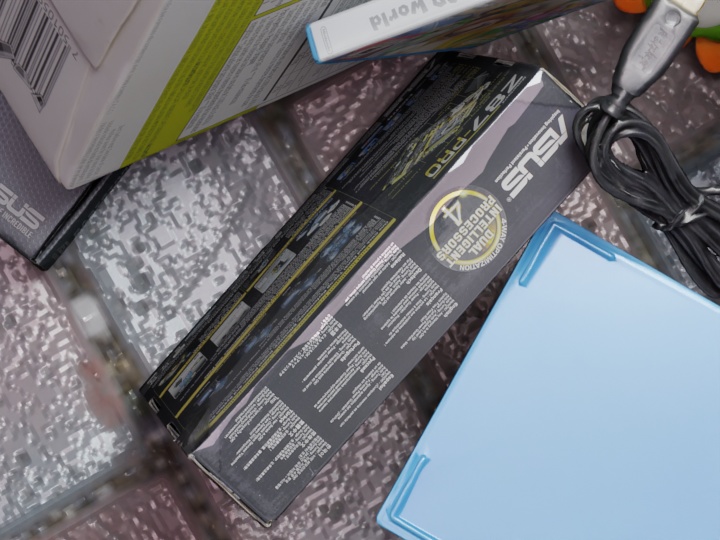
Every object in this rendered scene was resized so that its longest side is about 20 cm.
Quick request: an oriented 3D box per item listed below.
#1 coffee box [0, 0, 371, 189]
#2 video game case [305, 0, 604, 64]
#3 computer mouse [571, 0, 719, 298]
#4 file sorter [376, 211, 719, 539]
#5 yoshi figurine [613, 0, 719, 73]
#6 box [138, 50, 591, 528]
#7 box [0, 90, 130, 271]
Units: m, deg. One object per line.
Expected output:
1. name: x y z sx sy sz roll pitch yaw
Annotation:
1. coffee box: -0.059 -0.187 0.978 0.197 0.200 0.200 -26 77 -29
2. video game case: 0.096 -0.118 0.976 0.199 0.143 0.018 -17 88 29
3. computer mouse: 0.162 -0.093 0.960 0.140 0.046 0.200 32 104 -40
4. file sorter: 0.123 0.089 1.049 0.199 0.123 0.139 30 86 0
5. yoshi figurine: 0.136 -0.171 1.068 0.200 0.112 0.113 40 53 -20
6. box: 0.000 0.000 1.031 0.049 0.161 0.200 43 86 -12
7. box: -0.163 -0.122 1.090 0.200 0.051 0.158 39 85 0
